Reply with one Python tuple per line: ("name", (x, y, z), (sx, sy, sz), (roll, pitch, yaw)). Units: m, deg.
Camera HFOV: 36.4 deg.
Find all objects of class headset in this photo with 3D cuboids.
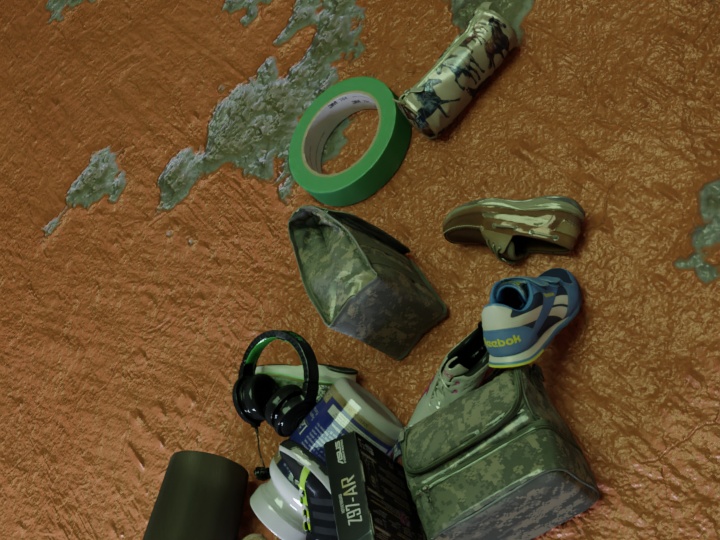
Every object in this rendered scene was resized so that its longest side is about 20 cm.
("headset", (-0.108, 0.181, 1.464), (0.123, 0.094, 0.203), (13, 92, 37))

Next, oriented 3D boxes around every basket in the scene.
("basket", (-0.227, 0.356, 1.467), (0.180, 0.135, 0.202), (-44, 29, 56))

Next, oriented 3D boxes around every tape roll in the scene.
("tape roll", (-0.018, -0.198, 1.672), (0.199, 0.048, 0.203), (-18, 56, 28))

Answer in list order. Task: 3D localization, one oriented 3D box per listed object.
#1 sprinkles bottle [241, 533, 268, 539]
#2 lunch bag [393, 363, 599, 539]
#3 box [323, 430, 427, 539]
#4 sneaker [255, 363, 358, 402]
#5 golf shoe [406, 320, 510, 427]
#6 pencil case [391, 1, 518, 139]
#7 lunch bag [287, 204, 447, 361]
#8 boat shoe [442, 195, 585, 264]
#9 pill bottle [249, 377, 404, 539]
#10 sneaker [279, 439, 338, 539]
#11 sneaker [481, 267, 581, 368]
("sprinkles bottle", (-0.077, 0.396, 1.373), (0.199, 0.068, 0.069), (16, 76, 42))
("lunch bag", (0.147, 0.217, 1.254), (0.199, 0.139, 0.169), (-34, 48, 19))
("box", (0.034, 0.294, 1.253), (0.043, 0.200, 0.162), (-24, 54, 17))
("sneaker", (-0.094, 0.177, 1.512), (0.198, 0.077, 0.090), (-7, 73, 39))
("golf shoe", (0.113, 0.141, 1.354), (0.201, 0.092, 0.073), (-52, 49, 3))
("pencil case", (0.139, -0.287, 1.573), (0.200, 0.089, 0.078), (-50, 46, 3))
("lunch bag", (0.000, 0.000, 1.468), (0.118, 0.163, 0.201), (-46, 48, 14))
("boat shoe", (0.191, -0.049, 1.413), (0.198, 0.076, 0.073), (-5, 65, 37))
("pill bottle", (-0.044, 0.246, 1.398), (0.201, 0.116, 0.116), (-51, 47, 2))
("sneaker", (-0.045, 0.294, 1.297), (0.083, 0.072, 0.201), (-38, 86, -9))
("sneaker", (0.203, 0.037, 1.297), (0.073, 0.083, 0.200), (-12, 19, 36))
